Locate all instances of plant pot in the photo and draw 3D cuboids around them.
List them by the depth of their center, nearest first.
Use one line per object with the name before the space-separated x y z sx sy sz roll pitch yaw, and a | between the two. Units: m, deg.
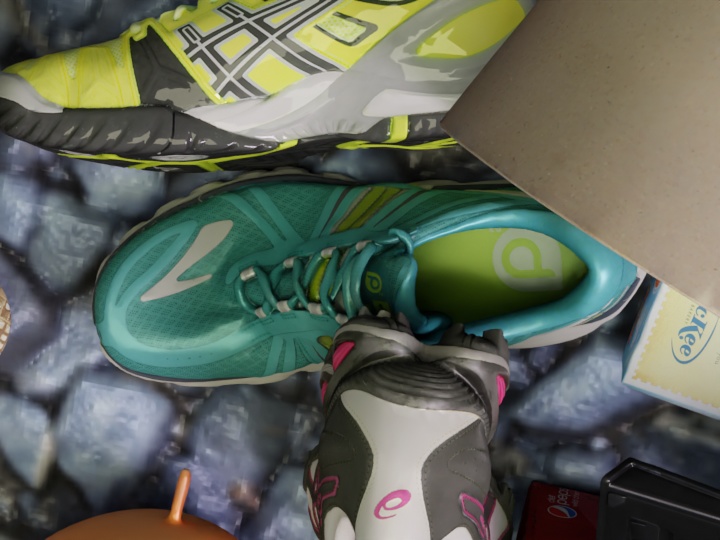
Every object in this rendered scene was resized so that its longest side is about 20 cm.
plant pot | 0.154 -0.081 0.777 0.187 0.187 0.200 30 98 -5

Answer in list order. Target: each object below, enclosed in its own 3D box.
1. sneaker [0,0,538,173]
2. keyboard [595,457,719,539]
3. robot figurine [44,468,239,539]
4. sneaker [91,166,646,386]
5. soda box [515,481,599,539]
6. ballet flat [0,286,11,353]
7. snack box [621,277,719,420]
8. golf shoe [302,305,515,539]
sneaker | -0.031 -0.076 0.890 0.200 0.075 0.077 -5 88 5
keyboard | 0.092 0.144 0.874 0.127 0.021 0.200 16 129 20
robot figurine | -0.073 0.174 0.951 0.144 0.117 0.200 -3 112 32
sneaker | 0.000 0.000 0.895 0.200 0.080 0.078 -8 95 7
soda box | 0.076 0.186 0.966 0.070 0.063 0.200 12 110 3
ballet flat | -0.224 -0.007 0.922 0.200 0.065 0.071 19 85 -3
snack box | 0.179 -0.033 0.891 0.116 0.037 0.200 20 110 0
golf shoe | 0.011 0.092 0.886 0.077 0.088 0.200 6 151 7
